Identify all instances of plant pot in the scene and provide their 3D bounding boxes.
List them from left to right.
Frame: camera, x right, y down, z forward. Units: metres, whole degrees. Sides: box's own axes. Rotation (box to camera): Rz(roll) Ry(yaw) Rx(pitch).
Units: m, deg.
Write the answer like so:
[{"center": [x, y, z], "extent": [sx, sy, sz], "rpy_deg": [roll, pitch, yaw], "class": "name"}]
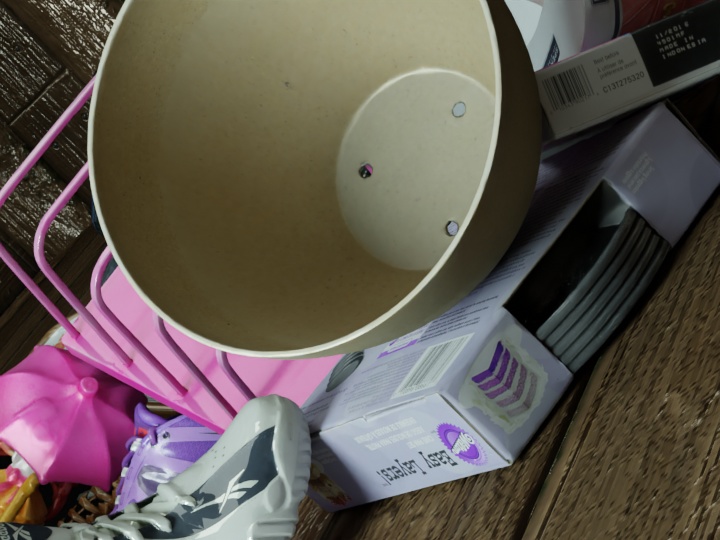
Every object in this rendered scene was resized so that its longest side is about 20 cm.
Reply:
[{"center": [0.001, -0.055, 0.941], "extent": [0.200, 0.201, 0.134], "rpy_deg": [-42, -26, 18], "class": "plant pot"}]

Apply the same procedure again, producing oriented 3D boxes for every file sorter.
[{"center": [-0.077, -0.010, 1.126], "extent": [0.199, 0.126, 0.139], "rpy_deg": [24, 69, 39], "class": "file sorter"}]

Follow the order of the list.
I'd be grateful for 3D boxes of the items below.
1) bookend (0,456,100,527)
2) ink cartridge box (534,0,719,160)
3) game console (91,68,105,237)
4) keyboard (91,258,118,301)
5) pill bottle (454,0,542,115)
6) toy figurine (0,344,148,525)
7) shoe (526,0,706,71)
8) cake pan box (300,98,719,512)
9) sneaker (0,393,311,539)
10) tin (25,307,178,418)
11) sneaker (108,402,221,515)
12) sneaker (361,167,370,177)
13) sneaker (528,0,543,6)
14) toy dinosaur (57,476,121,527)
[{"center": [-0.301, 0.227, 1.526], "extent": [0.200, 0.092, 0.199], "rpy_deg": [-43, 8, 23], "class": "bookend"}, {"center": [0.119, -0.086, 1.037], "extent": [0.094, 0.037, 0.200], "rpy_deg": [-23, -3, -2], "class": "ink cartridge box"}, {"center": [-0.066, -0.102, 1.420], "extent": [0.199, 0.172, 0.118], "rpy_deg": [-15, 29, -37], "class": "game console"}, {"center": [-0.097, -0.052, 1.395], "extent": [0.200, 0.040, 0.104], "rpy_deg": [-36, -11, -42], "class": "keyboard"}, {"center": [0.091, -0.150, 1.396], "extent": [0.106, 0.106, 0.200], "rpy_deg": [-43, 10, 9], "class": "pill bottle"}, {"center": [-0.193, 0.126, 1.250], "extent": [0.184, 0.150, 0.200], "rpy_deg": [-52, 5, 5], "class": "toy figurine"}, {"center": [0.138, -0.109, 1.165], "extent": [0.090, 0.072, 0.200], "rpy_deg": [-9, -24, -13], "class": "shoe"}, {"center": [0.060, 0.020, 0.988], "extent": [0.185, 0.052, 0.200], "rpy_deg": [-52, 12, -27], "class": "cake pan box"}, {"center": [-0.115, 0.122, 0.952], "extent": [0.200, 0.129, 0.079], "rpy_deg": [-58, 18, -4], "class": "sneaker"}, {"center": [-0.123, 0.062, 1.333], "extent": [0.199, 0.042, 0.112], "rpy_deg": [-1, 34, 29], "class": "tin"}, {"center": [-0.109, 0.121, 1.179], "extent": [0.200, 0.083, 0.081], "rpy_deg": [-49, 10, -16], "class": "sneaker"}, {"center": [0.000, 0.000, 1.262], "extent": [0.091, 0.076, 0.200], "rpy_deg": [-45, 8, 24], "class": "sneaker"}, {"center": [0.105, -0.199, 1.252], "extent": [0.071, 0.199, 0.080], "rpy_deg": [-48, -29, -28], "class": "sneaker"}, {"center": [-0.135, 0.100, 1.374], "extent": [0.199, 0.103, 0.135], "rpy_deg": [-24, 13, -38], "class": "toy dinosaur"}]
